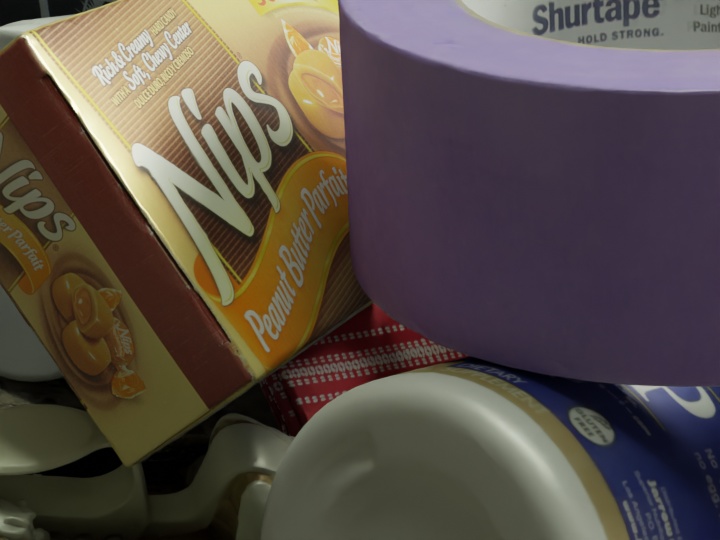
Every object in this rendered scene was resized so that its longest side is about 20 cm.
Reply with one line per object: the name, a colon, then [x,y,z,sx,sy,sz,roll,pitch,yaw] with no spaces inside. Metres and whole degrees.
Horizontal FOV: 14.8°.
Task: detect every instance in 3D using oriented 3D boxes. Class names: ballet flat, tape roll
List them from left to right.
ballet flat: [-0.061,0.070,0.832,0.198,0.071,0.071,5,19,-17]
tape roll: [0.093,-0.046,0.804,0.198,0.086,0.200,-3,22,1]

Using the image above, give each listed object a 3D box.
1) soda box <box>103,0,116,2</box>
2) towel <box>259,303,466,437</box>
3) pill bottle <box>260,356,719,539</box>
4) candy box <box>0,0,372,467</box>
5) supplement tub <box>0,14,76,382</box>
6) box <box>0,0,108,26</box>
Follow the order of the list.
soda box: [-0.035,-0.156,1.086,0.067,0.065,0.200,12,25,12]
towel: [0.000,0.000,0.967,0.144,0.022,0.201,-10,70,-47]
pill bottle: [0.076,0.075,0.814,0.119,0.121,0.199,23,21,35]
candy box: [-0.043,-0.028,0.850,0.116,0.055,0.200,55,26,1]
supplement tub: [-0.064,-0.036,1.056,0.131,0.133,0.199,22,21,32]
box: [-0.078,-0.108,1.238,0.199,0.149,0.104,19,19,23]
